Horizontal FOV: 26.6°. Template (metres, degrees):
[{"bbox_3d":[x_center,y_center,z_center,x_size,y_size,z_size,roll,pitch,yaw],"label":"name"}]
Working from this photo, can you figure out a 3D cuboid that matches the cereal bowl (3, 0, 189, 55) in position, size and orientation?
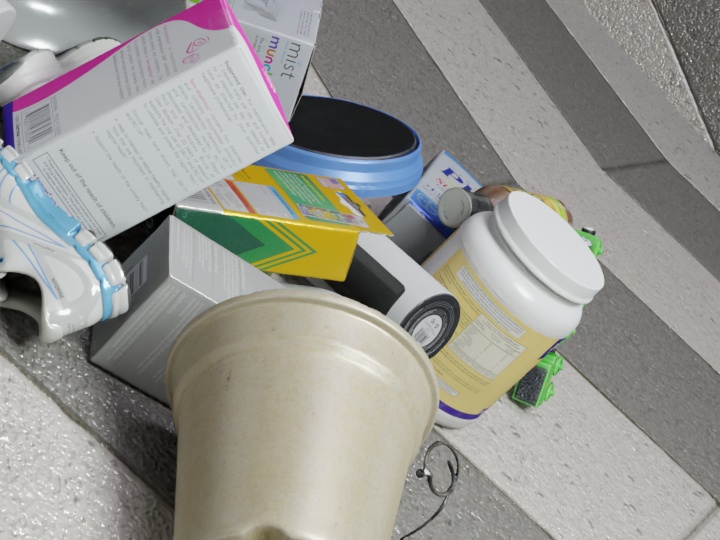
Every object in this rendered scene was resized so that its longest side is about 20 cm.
[{"bbox_3d":[-0.248,-0.268,1.331,0.200,0.200,0.084,20,59,-45],"label":"cereal bowl"}]

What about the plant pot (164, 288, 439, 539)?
[{"bbox_3d":[-0.050,0.147,1.033,0.200,0.200,0.184,34,37,-23],"label":"plant pot"}]

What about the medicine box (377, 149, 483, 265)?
[{"bbox_3d":[0.102,-0.011,1.617,0.182,0.103,0.200,43,24,-3],"label":"medicine box"}]

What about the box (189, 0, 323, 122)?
[{"bbox_3d":[-0.133,-0.259,1.574,0.176,0.097,0.200,17,29,-8],"label":"box"}]

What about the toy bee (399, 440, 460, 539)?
[{"bbox_3d":[0.038,0.245,1.123,0.131,0.109,0.201,37,48,-36],"label":"toy bee"}]

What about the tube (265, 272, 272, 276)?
[{"bbox_3d":[-0.153,-0.065,1.362,0.200,0.052,0.058,33,-12,-16],"label":"tube"}]

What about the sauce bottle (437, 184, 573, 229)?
[{"bbox_3d":[0.148,-0.053,1.552,0.200,0.065,0.065,6,45,-56],"label":"sauce bottle"}]

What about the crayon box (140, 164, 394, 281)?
[{"bbox_3d":[-0.088,-0.046,1.291,0.199,0.052,0.126,7,23,-28],"label":"crayon box"}]

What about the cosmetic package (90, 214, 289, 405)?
[{"bbox_3d":[-0.097,0.060,1.172,0.200,0.107,0.090,34,26,-28],"label":"cosmetic package"}]

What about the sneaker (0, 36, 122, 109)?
[{"bbox_3d":[-0.253,-0.149,1.328,0.087,0.074,0.200,61,26,-5],"label":"sneaker"}]

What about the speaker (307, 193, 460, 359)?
[{"bbox_3d":[0.000,0.000,1.398,0.081,0.081,0.200,14,23,-50],"label":"speaker"}]

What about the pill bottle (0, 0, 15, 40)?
[{"bbox_3d":[-0.375,-0.249,1.216,0.200,0.111,0.111,45,23,-1],"label":"pill bottle"}]

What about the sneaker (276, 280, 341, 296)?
[{"bbox_3d":[-0.071,0.054,1.275,0.200,0.074,0.082,18,34,-26],"label":"sneaker"}]

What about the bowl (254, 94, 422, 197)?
[{"bbox_3d":[-0.032,-0.131,1.555,0.200,0.039,0.201,10,24,-4],"label":"bowl"}]

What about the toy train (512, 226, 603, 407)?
[{"bbox_3d":[0.204,0.050,1.587,0.042,0.201,0.056,21,12,19],"label":"toy train"}]

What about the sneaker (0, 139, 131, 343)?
[{"bbox_3d":[-0.260,-0.024,1.097,0.200,0.075,0.087,40,54,21],"label":"sneaker"}]

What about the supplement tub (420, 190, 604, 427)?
[{"bbox_3d":[0.117,0.036,1.441,0.145,0.200,0.146,36,25,-20],"label":"supplement tub"}]

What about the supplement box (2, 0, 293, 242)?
[{"bbox_3d":[-0.167,-0.116,1.192,0.103,0.200,0.101,58,7,-36],"label":"supplement box"}]
